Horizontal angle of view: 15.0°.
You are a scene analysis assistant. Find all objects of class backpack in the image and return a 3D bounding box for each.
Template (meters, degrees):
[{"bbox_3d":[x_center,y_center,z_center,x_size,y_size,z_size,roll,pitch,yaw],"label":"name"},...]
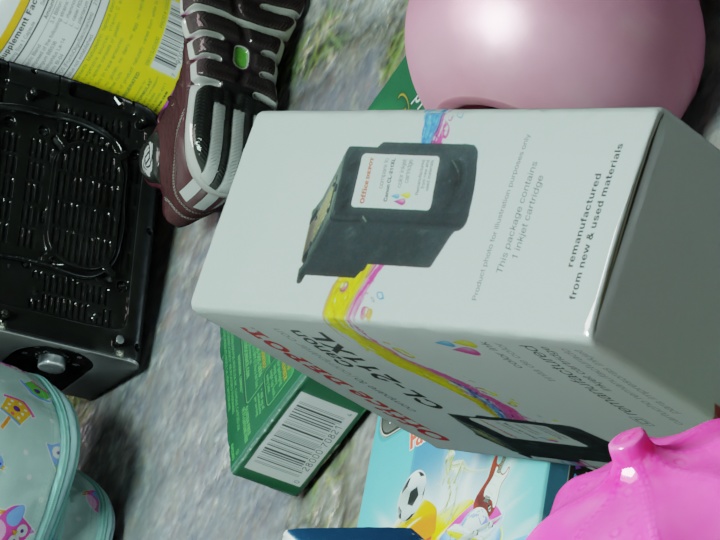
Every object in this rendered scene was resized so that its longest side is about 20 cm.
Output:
[{"bbox_3d":[-0.226,0.145,1.529,0.176,0.153,0.201,27,102,65],"label":"backpack"}]

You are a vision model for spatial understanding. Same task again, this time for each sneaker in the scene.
[{"bbox_3d":[-0.092,-0.115,1.592,0.115,0.075,0.201,-41,34,51],"label":"sneaker"}]

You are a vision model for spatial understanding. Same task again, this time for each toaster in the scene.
[{"bbox_3d":[-0.220,-0.032,1.625,0.119,0.180,0.201,141,138,-57],"label":"toaster"}]

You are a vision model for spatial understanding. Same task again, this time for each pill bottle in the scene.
[{"bbox_3d":[-0.188,-0.157,1.678,0.104,0.199,0.105,-48,28,36],"label":"pill bottle"}]

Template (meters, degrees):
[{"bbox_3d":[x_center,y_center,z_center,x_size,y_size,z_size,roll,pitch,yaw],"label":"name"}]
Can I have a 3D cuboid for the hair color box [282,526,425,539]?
[{"bbox_3d":[-0.003,0.205,1.004,0.100,0.060,0.201,39,121,53],"label":"hair color box"}]

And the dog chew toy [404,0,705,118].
[{"bbox_3d":[0.098,-0.137,1.135,0.124,0.124,0.201,-18,45,61],"label":"dog chew toy"}]

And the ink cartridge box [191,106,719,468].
[{"bbox_3d":[0.062,0.010,0.958,0.199,0.145,0.083,3,68,48],"label":"ink cartridge box"}]

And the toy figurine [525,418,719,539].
[{"bbox_3d":[0.119,0.123,0.740,0.150,0.183,0.201,-9,61,64],"label":"toy figurine"}]

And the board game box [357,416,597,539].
[{"bbox_3d":[0.050,0.107,1.089,0.151,0.047,0.201,-34,39,53],"label":"board game box"}]

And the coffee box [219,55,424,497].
[{"bbox_3d":[0.000,0.000,1.309,0.200,0.044,0.123,-54,26,29],"label":"coffee box"}]
